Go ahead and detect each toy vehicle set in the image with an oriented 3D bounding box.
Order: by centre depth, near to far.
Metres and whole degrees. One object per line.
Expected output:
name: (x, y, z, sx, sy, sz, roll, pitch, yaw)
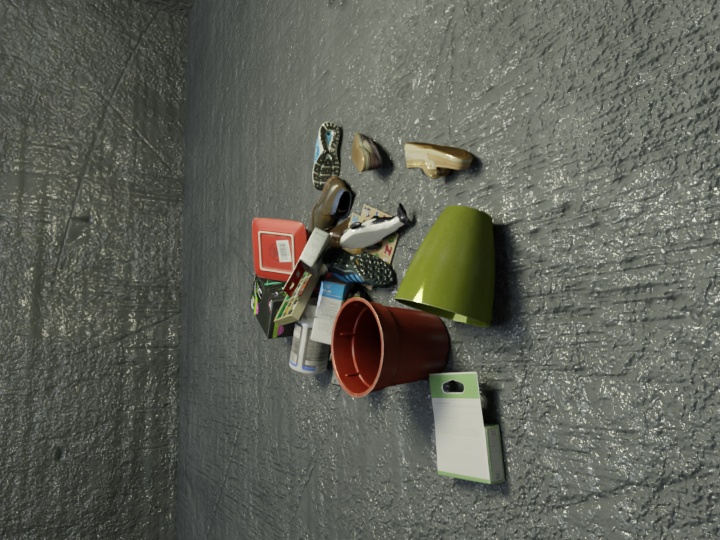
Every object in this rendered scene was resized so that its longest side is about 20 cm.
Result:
toy vehicle set: (-0.174, 0.061, 1.496, 0.124, 0.026, 0.201, -23, 37, 54)

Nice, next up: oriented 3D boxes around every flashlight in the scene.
flashlight: (-0.088, 0.017, 1.495, 0.200, 0.068, 0.068, -38, 19, 47)

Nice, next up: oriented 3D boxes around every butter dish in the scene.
butter dish: (-0.232, -0.076, 1.664, 0.198, 0.148, 0.201, 8, 109, 23)

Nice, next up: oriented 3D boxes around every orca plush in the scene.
orca plush: (0.032, -0.118, 1.274, 0.200, 0.105, 0.071, -33, 40, 41)

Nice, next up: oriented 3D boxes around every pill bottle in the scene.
pill bottle: (-0.139, 0.188, 1.508, 0.114, 0.113, 0.201, 24, 107, 56)

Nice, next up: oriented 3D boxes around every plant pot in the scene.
plant pot: (0.182, -0.014, 0.990, 0.187, 0.186, 0.201, 6, 77, 58)
plant pot: (0.070, 0.161, 1.104, 0.200, 0.194, 0.202, -11, 77, 57)

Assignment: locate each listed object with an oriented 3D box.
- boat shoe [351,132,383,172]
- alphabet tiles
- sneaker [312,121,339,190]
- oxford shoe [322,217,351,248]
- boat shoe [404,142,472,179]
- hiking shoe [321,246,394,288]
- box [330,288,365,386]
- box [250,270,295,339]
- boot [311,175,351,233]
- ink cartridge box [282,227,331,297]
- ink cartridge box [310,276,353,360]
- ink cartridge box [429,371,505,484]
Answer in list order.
boat shoe: (0.017, -0.308, 1.361, 0.200, 0.064, 0.072, -106, 24, -60)
alphabet tiles: (0.020, -0.060, 1.338, 0.166, 0.006, 0.201, 29, 112, 37)
sneaker: (-0.104, -0.340, 1.568, 0.090, 0.078, 0.201, -157, 77, -76)
oxford shoe: (-0.077, -0.092, 1.462, 0.200, 0.084, 0.073, -39, 43, 45)
boat shoe: (0.166, -0.233, 1.120, 0.200, 0.073, 0.070, 34, 127, 55)
hiking shoe: (0.000, 0.000, 1.319, 0.199, 0.087, 0.075, 22, 66, 23)
box: (-0.029, 0.165, 1.312, 0.193, 0.047, 0.201, -59, -20, -79)
box: (-0.271, 0.104, 1.702, 0.200, 0.124, 0.149, 47, 133, 48)
boot: (-0.086, -0.166, 1.499, 0.097, 0.074, 0.201, 45, 122, 53)
ink cartridge box: (-0.134, -0.008, 1.348, 0.200, 0.043, 0.174, 103, -167, -81)
ink cartridge box: (-0.077, 0.124, 1.384, 0.116, 0.067, 0.201, -21, -57, -76)
ink cartridge box: (0.203, 0.301, 1.015, 0.145, 0.048, 0.201, -20, 70, 55)
